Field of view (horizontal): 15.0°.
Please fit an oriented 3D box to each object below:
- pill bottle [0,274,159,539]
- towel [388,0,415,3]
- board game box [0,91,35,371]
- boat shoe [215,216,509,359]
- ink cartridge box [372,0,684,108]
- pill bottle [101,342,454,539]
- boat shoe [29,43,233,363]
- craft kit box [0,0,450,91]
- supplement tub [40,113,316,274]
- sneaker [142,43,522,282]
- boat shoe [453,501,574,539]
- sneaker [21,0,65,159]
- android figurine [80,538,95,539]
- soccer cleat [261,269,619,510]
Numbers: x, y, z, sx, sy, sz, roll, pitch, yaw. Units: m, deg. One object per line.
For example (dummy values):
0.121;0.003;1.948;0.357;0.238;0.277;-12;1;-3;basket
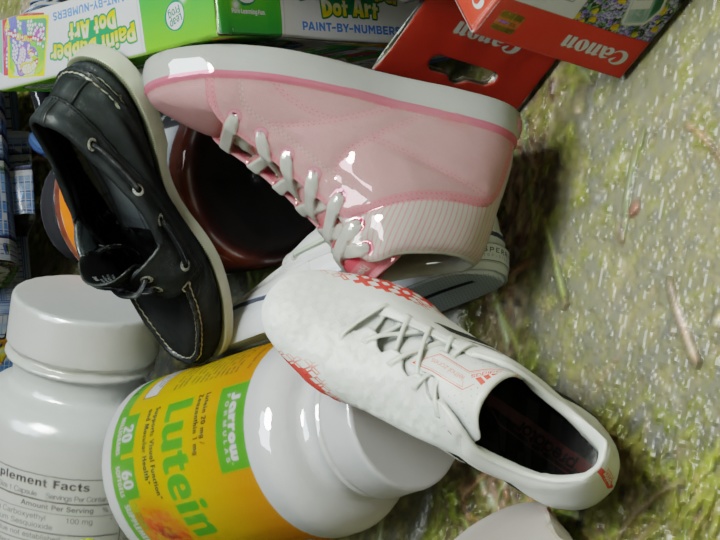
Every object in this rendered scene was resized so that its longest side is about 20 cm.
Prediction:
-0.171;0.111;1.615;0.114;0.114;0.202;28;116;48;pill bottle
-0.042;-0.213;1.432;0.200;0.164;0.086;-100;24;-65;towel
-0.243;-0.037;1.756;0.200;0.061;0.202;143;122;-73;board game box
0.000;0.000;1.512;0.199;0.073;0.067;-18;65;32;boat shoe
0.106;-0.147;1.383;0.200;0.108;0.051;-51;46;29;ink cartridge box
-0.042;0.096;1.499;0.199;0.111;0.112;-18;68;46;pill bottle
-0.126;-0.020;1.468;0.074;0.066;0.200;15;135;34;boat shoe
-0.066;-0.129;1.510;0.199;0.197;0.049;-8;88;47;craft kit box
-0.111;-0.046;1.611;0.199;0.106;0.108;-8;75;53;supplement tub
-0.021;-0.050;1.408;0.075;0.199;0.105;119;162;-77;sneaker
0.100;0.179;1.347;0.074;0.093;0.200;-34;12;-7;boat shoe
-0.178;-0.155;1.731;0.077;0.085;0.202;-19;68;38;sneaker
-0.171;0.237;1.577;0.201;0.181;0.041;-59;14;27;android figurine
0.041;0.055;1.361;0.199;0.085;0.069;31;82;5;soccer cleat
